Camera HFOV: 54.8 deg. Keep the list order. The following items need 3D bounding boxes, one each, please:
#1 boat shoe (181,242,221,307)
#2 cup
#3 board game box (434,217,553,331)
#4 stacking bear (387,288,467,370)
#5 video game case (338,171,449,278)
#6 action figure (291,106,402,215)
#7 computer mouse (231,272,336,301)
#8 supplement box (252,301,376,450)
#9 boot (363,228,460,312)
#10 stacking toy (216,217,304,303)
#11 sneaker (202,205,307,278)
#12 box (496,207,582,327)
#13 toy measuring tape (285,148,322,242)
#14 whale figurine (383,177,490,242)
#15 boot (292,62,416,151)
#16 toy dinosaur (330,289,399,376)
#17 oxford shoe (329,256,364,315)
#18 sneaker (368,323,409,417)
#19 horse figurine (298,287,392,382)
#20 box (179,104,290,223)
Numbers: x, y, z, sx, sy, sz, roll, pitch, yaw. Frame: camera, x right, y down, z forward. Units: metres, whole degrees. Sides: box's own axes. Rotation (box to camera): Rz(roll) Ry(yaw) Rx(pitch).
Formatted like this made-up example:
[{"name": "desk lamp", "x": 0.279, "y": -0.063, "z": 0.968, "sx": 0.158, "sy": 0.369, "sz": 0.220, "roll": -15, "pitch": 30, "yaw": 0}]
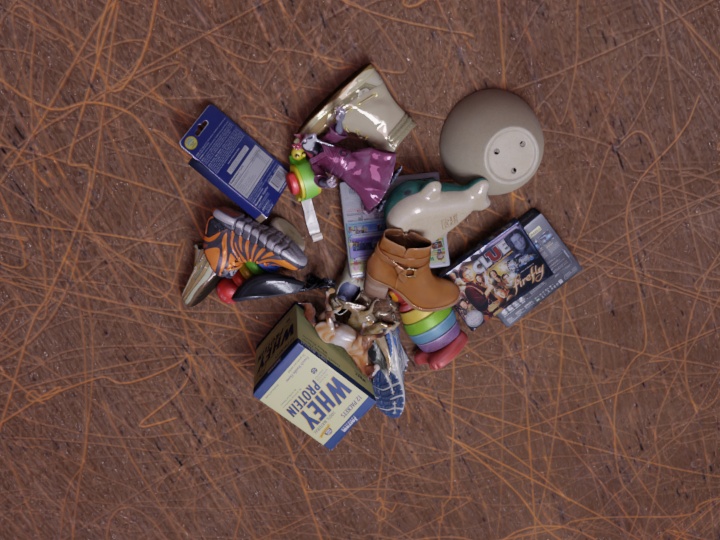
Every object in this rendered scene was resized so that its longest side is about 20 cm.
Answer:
[{"name": "boat shoe", "x": -0.292, "y": -0.025, "z": 1.341, "sx": 0.076, "sy": 0.072, "sz": 0.201, "roll": 38, "pitch": 98, "yaw": 3}, {"name": "cup", "x": 0.258, "y": -0.225, "z": 1.286, "sx": 0.197, "sy": 0.143, "sz": 0.203, "roll": -2, "pitch": 110, "yaw": -5}, {"name": "board game box", "x": 0.262, "y": 0.009, "z": 1.375, "sx": 0.199, "sy": 0.035, "sz": 0.136, "roll": -37, "pitch": 107, "yaw": 9}, {"name": "stacking bear", "x": 0.123, "y": 0.081, "z": 1.401, "sx": 0.113, "sy": 0.121, "sz": 0.201, "roll": -35, "pitch": 101, "yaw": -16}, {"name": "video game case", "x": 0.066, "y": -0.088, "z": 1.340, "sx": 0.197, "sy": 0.022, "sz": 0.185, "roll": -7, "pitch": 90, "yaw": -9}, {"name": "action figure", "x": -0.029, "y": -0.198, "z": 1.245, "sx": 0.198, "sy": 0.149, "sz": 0.135, "roll": 25, "pitch": 85, "yaw": -4}, {"name": "computer mouse", "x": -0.155, "y": 0.024, "z": 1.328, "sx": 0.197, "sy": 0.140, "sz": 0.047, "roll": -8, "pitch": 91, "yaw": -18}, {"name": "supplement box", "x": -0.093, "y": 0.202, "z": 1.366, "sx": 0.199, "sy": 0.200, "sz": 0.134, "roll": 39, "pitch": 101, "yaw": -18}, {"name": "boot", "x": 0.109, "y": -0.002, "z": 1.269, "sx": 0.197, "sy": 0.074, "sz": 0.156, "roll": 6, "pitch": 139, "yaw": -12}, {"name": "stacking toy", "x": -0.201, "y": -0.008, "z": 1.349, "sx": 0.085, "sy": 0.086, "sz": 0.200, "roll": 42, "pitch": 106, "yaw": -18}, {"name": "sneaker", "x": -0.198, "y": -0.027, "z": 1.265, "sx": 0.198, "sy": 0.078, "sz": 0.113, "roll": 29, "pitch": 108, "yaw": 9}, {"name": "box", "x": 0.328, "y": -0.004, "z": 1.422, "sx": 0.200, "sy": 0.051, "sz": 0.158, "roll": -41, "pitch": 109, "yaw": 9}, {"name": "toy measuring tape", "x": -0.094, "y": -0.135, "z": 1.300, "sx": 0.073, "sy": 0.074, "sz": 0.202, "roll": -13, "pitch": 119, "yaw": -2}, {"name": "whale figurine", "x": 0.137, "y": -0.125, "z": 1.274, "sx": 0.198, "sy": 0.105, "sz": 0.160, "roll": -21, "pitch": 146, "yaw": 2}, {"name": "boot", "x": -0.011, "y": -0.258, "z": 1.283, "sx": 0.200, "sy": 0.073, "sz": 0.156, "roll": -41, "pitch": 110, "yaw": 6}, {"name": "toy dinosaur", "x": 0.027, "y": 0.104, "z": 1.363, "sx": 0.101, "sy": 0.058, "sz": 0.200, "roll": -33, "pitch": 108, "yaw": 22}, {"name": "oxford shoe", "x": 0.000, "y": 0.000, "z": 1.372, "sx": 0.070, "sy": 0.074, "sz": 0.202, "roll": 21, "pitch": 106, "yaw": -13}, {"name": "sneaker", "x": 0.070, "y": 0.204, "z": 1.441, "sx": 0.076, "sy": 0.085, "sz": 0.203, "roll": 0, "pitch": 103, "yaw": 34}, {"name": "horse figurine", "x": -0.031, "y": 0.114, "z": 1.317, "sx": 0.198, "sy": 0.050, "sz": 0.133, "roll": 30, "pitch": 134, "yaw": 0}, {"name": "box", "x": -0.226, "y": -0.195, "z": 1.259, "sx": 0.200, "sy": 0.122, "sz": 0.032, "roll": 41, "pitch": 142, "yaw": -19}]
